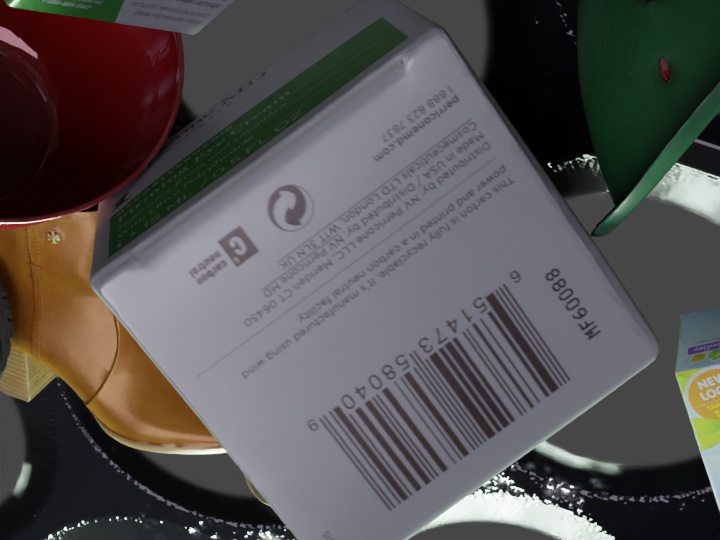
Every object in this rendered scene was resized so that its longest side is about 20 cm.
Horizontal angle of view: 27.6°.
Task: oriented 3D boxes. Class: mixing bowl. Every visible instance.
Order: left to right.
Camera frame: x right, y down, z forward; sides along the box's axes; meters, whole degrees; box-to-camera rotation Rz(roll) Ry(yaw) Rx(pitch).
[{"bbox_3d":[-0.203,-0.101,0.779,0.200,0.201,0.108,36,151,-8],"label":"mixing bowl"}]

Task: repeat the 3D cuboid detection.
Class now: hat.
[{"bbox_3d":[0.113,-0.145,0.699,0.176,0.200,0.166,41,160,5],"label":"hat"}]

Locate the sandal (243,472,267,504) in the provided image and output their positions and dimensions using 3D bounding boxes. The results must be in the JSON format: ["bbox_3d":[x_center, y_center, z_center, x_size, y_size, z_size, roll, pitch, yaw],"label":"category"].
[{"bbox_3d":[-0.048,0.027,0.876,0.077,0.070,0.214,-5,107,-28],"label":"sandal"}]

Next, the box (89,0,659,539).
[{"bbox_3d":[0.000,0.000,0.741,0.198,0.171,0.201,-36,107,2],"label":"box"}]

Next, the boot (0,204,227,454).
[{"bbox_3d":[-0.145,0.026,0.887,0.199,0.071,0.145,12,123,12],"label":"boot"}]

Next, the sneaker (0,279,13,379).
[{"bbox_3d":[-0.282,-0.008,0.864,0.076,0.091,0.201,-35,87,39],"label":"sneaker"}]

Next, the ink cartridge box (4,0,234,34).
[{"bbox_3d":[-0.069,-0.205,0.680,0.199,0.146,0.084,-35,74,29],"label":"ink cartridge box"}]

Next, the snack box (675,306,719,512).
[{"bbox_3d":[0.284,0.106,0.827,0.167,0.068,0.201,-13,114,22],"label":"snack box"}]
